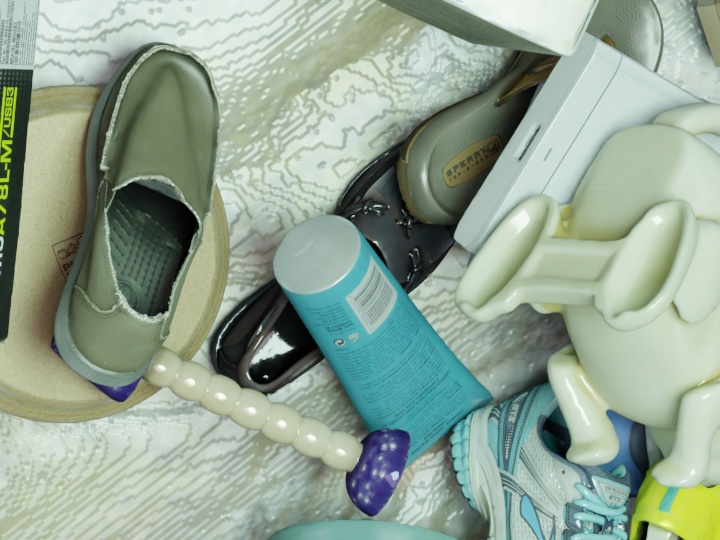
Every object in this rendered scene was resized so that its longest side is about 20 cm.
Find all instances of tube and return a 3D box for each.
[{"bbox_3d":[0.013,0.045,1.454,0.077,0.050,0.200,-35,138,-2],"label":"tube"}]

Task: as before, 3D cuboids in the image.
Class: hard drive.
[{"bbox_3d":[0.161,-0.033,1.442,0.200,0.027,0.132,26,100,-35],"label":"hard drive"}]

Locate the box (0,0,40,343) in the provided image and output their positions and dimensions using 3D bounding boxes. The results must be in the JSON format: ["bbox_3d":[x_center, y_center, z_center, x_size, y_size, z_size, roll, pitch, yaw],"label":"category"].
[{"bbox_3d":[-0.261,-0.072,1.365,0.193,0.047,0.200,11,98,28],"label":"box"}]

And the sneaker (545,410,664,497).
[{"bbox_3d":[0.218,0.097,1.491,0.200,0.146,0.081,-5,98,-11],"label":"sneaker"}]

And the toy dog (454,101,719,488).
[{"bbox_3d":[0.170,0.030,1.397,0.200,0.139,0.194,52,48,-34],"label":"toy dog"}]

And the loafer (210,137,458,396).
[{"bbox_3d":[0.000,0.000,1.476,0.200,0.063,0.072,-44,103,-3],"label":"loafer"}]

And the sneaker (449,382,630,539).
[{"bbox_3d":[0.112,0.145,1.449,0.086,0.200,0.078,-36,141,23],"label":"sneaker"}]

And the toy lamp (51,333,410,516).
[{"bbox_3d":[-0.071,0.068,1.412,0.200,0.058,0.058,26,91,-14],"label":"toy lamp"}]

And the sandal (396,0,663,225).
[{"bbox_3d":[0.105,-0.092,1.472,0.200,0.055,0.082,-34,110,-27],"label":"sandal"}]

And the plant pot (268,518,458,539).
[{"bbox_3d":[0.002,0.217,1.454,0.200,0.200,0.134,10,68,-13],"label":"plant pot"}]

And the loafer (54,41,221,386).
[{"bbox_3d":[-0.105,-0.037,1.367,0.075,0.070,0.200,20,60,-24],"label":"loafer"}]

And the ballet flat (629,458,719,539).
[{"bbox_3d":[0.170,0.193,1.495,0.067,0.067,0.200,17,131,19],"label":"ballet flat"}]

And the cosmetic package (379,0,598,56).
[{"bbox_3d":[0.057,-0.168,1.397,0.103,0.200,0.073,24,93,-15],"label":"cosmetic package"}]

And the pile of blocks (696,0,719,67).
[{"bbox_3d":[0.275,-0.113,1.530,0.200,0.082,0.062,42,45,-22],"label":"pile of blocks"}]

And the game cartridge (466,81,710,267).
[{"bbox_3d":[0.167,-0.036,1.482,0.200,0.041,0.133,14,102,-32],"label":"game cartridge"}]

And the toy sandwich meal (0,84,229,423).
[{"bbox_3d":[-0.172,-0.013,1.441,0.205,0.070,0.206,-3,96,-23],"label":"toy sandwich meal"}]
